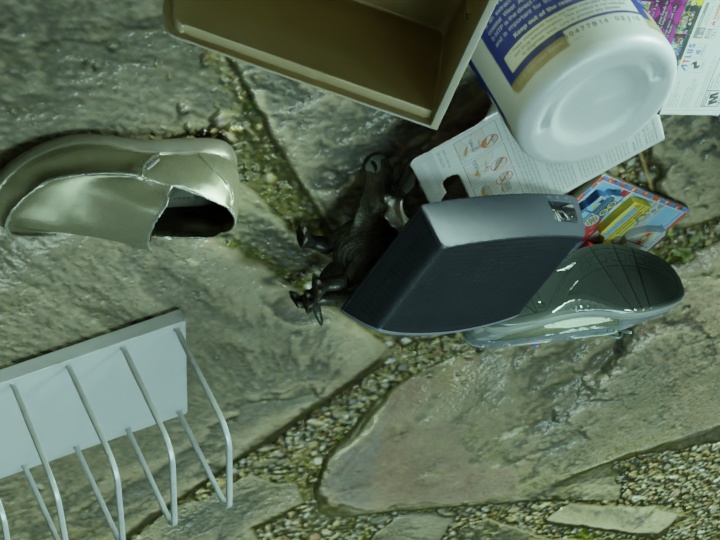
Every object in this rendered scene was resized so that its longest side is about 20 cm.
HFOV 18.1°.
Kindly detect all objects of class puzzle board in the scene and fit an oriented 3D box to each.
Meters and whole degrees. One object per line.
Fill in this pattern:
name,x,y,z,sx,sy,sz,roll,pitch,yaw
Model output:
puzzle board,0.185,-0.004,2.005,0.200,0.017,0.151,-43,146,23

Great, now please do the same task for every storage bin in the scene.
storage bin,-0.007,-0.217,1.393,0.198,0.094,0.200,18,134,-8

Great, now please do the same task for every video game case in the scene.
video game case,0.230,-0.210,1.671,0.181,0.036,0.200,-3,122,-37

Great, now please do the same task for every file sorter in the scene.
file sorter,-0.214,0.146,1.800,0.200,0.125,0.139,-18,147,-16

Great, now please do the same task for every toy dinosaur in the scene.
toy dinosaur,0.000,0.000,1.806,0.102,0.077,0.200,-11,142,-15

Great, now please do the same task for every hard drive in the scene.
hard drive,0.088,-0.003,1.800,0.200,0.042,0.135,-5,141,-49

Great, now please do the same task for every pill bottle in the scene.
pill bottle,0.116,-0.181,1.515,0.119,0.200,0.120,-20,148,-13

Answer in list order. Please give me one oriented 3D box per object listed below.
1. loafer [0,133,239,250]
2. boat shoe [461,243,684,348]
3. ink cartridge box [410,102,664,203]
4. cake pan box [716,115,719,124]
loafer,-0.168,-0.052,1.602,0.200,0.068,0.076,-9,144,-29
boat shoe,0.186,0.029,1.973,0.202,0.075,0.065,-11,151,-21
ink cartridge box,0.135,-0.111,1.784,0.200,0.050,0.161,-27,149,1
cake pan box,0.375,-0.186,1.862,0.200,0.052,0.184,-33,151,8
